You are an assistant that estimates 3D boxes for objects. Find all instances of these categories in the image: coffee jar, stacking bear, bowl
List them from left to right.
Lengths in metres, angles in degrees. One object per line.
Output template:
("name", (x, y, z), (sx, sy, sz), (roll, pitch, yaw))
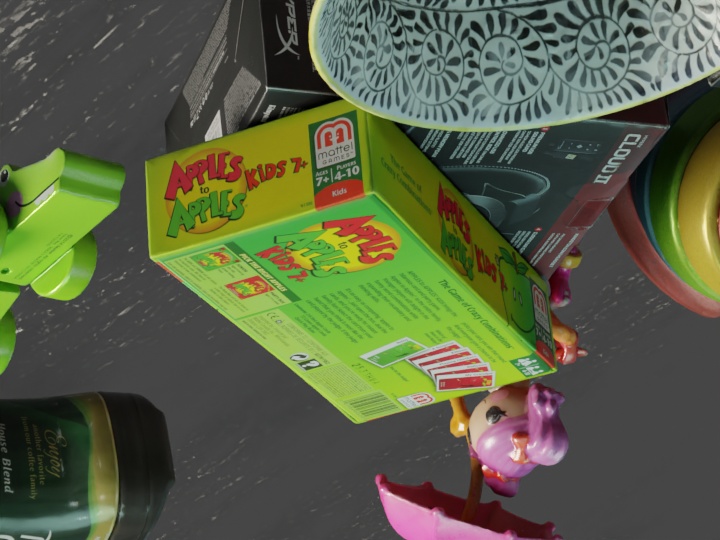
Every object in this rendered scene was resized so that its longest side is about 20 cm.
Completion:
("coffee jar", (-0.204, 0.115, 1.467), (0.199, 0.086, 0.104), (-1, 153, -22))
("bowl", (0.071, -0.142, 1.028), (0.200, 0.094, 0.201), (-9, 156, -4))
("stacking bear", (0.188, -0.027, 1.186), (0.114, 0.200, 0.122), (33, 93, -20))

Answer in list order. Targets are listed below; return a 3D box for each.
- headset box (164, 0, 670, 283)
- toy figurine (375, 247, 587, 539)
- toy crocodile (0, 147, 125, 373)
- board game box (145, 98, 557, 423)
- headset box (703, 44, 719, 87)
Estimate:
("headset box", (0.030, -0.062, 1.183), (0.199, 0.077, 0.149), (3, 152, -18))
("toy figurine", (0.062, 0.052, 1.330), (0.150, 0.185, 0.200), (6, 149, -33))
("toy crocodile", (-0.180, -0.002, 1.272), (0.067, 0.062, 0.200), (10, 143, -38))
("board game box", (0.000, 0.000, 1.163), (0.101, 0.048, 0.200), (-16, 151, 20))
("headset box", (0.246, -0.142, 1.106), (0.200, 0.093, 0.174), (10, 147, -37))
